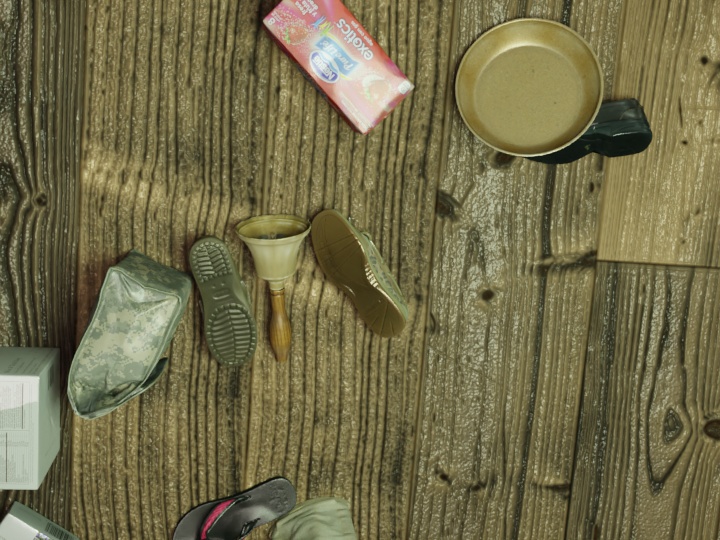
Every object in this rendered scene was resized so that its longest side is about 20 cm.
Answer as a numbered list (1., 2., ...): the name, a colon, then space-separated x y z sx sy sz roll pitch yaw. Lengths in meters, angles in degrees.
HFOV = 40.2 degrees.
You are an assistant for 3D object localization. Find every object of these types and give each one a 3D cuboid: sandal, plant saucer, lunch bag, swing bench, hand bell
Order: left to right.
1. lunch bag: -0.306 0.092 1.297 0.116 0.164 0.202 24 96 -7
2. sandal: -0.185 0.360 1.417 0.198 0.045 0.076 -27 102 -2
3. hand bell: -0.116 0.034 1.363 0.103 0.104 0.203 -3 112 -6
4. swing bench: -0.070 0.444 1.367 0.128 0.199 0.203 2 99 -7
5. plant saucer: 0.228 -0.245 1.341 0.197 0.035 0.203 -2 75 8

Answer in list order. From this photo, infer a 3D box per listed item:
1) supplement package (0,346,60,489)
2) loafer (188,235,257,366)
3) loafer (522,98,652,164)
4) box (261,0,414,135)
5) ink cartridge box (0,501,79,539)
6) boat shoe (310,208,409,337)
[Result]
1. supplement package: -0.508 0.188 1.294 0.197 0.152 0.153 2 99 -7
2. loafer: -0.186 0.037 1.356 0.075 0.068 0.202 -8 116 -2
3. loafer: 0.304 -0.198 1.383 0.197 0.073 0.073 -3 61 0
4. box: -0.032 -0.283 1.301 0.095 0.100 0.200 -43 102 2
5. ink cartridge box: -0.498 0.441 1.389 0.108 0.050 0.201 34 93 -11
6. boat shoe: 0.000 0.000 1.379 0.073 0.063 0.201 -27 100 25
